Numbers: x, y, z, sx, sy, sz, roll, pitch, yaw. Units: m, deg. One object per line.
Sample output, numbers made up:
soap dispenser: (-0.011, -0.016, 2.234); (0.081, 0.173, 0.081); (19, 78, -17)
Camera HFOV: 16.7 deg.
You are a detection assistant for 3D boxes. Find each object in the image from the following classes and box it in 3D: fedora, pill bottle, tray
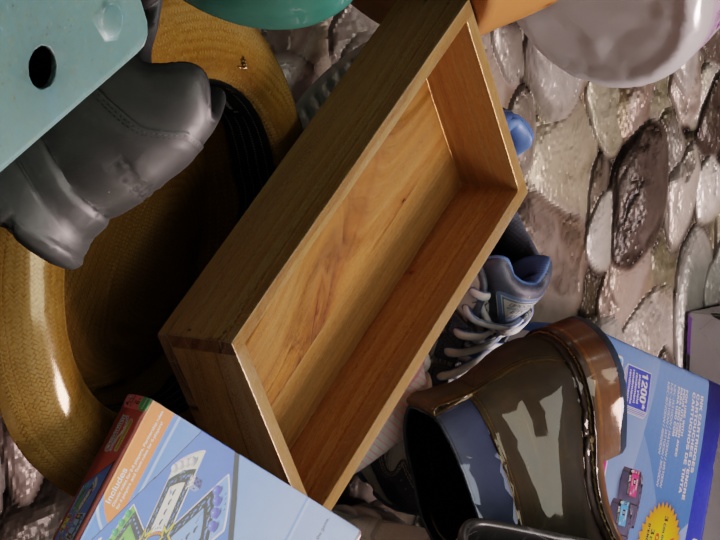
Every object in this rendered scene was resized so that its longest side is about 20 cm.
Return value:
fedora: (-0.095, -0.012, 0.894); (0.200, 0.082, 0.201); (-14, 107, -58)
pill bottle: (0.162, -0.183, 1.235); (0.200, 0.112, 0.112); (-45, 132, -44)
tray: (-0.002, -0.006, 0.935); (0.200, 0.037, 0.099); (-56, 140, -38)

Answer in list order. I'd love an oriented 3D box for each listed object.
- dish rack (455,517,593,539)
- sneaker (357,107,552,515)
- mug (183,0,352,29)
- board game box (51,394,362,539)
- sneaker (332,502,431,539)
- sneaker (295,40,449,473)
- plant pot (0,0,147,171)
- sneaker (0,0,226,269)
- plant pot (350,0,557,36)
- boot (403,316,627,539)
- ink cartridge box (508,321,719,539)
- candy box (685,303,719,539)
dish rack: (0.110, 0.199, 0.963); (0.153, 0.055, 0.200); (14, 39, -30)
sneaker: (0.040, 0.016, 1.106); (0.077, 0.085, 0.200); (-13, 107, -56)
mug: (-0.069, -0.178, 0.826); (0.185, 0.114, 0.152); (-107, 178, -52)
board game box: (-0.083, 0.154, 0.836); (0.103, 0.019, 0.200); (35, 75, -32)
sneaker: (-0.007, 0.132, 1.061); (0.200, 0.081, 0.075); (9, 90, -56)
sneaker: (0.000, 0.000, 1.054); (0.105, 0.075, 0.200); (52, 56, -50)
plant pot: (-0.169, -0.084, 0.654); (0.141, 0.200, 0.141); (-47, 133, -42)
sneaker: (-0.110, -0.100, 0.781); (0.200, 0.091, 0.076); (59, 7, 15)
plant pot: (0.049, -0.186, 1.001); (0.140, 0.200, 0.200); (-42, 131, -25)
boot: (0.066, 0.126, 1.069); (0.097, 0.075, 0.200); (-15, 105, -35)
ink cartridge box: (0.121, 0.109, 1.261); (0.200, 0.076, 0.137); (22, 77, -58)
candy box: (0.270, 0.098, 1.494); (0.200, 0.071, 0.168); (-11, 105, -56)
